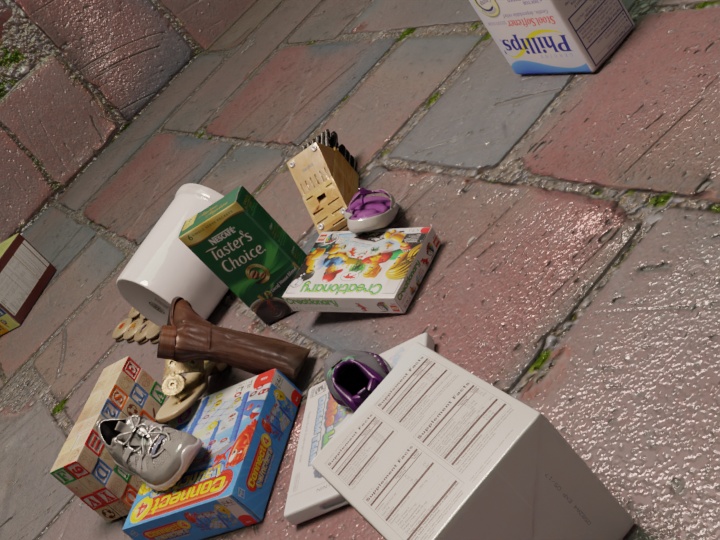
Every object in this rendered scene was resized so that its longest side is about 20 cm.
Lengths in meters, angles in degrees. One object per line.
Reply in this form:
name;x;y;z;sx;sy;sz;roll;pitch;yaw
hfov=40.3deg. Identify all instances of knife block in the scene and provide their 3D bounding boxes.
knife block;-0.039;-0.141;1.620;0.064;0.175;0.202;-32;73;21

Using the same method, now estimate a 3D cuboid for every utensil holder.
utensil holder;-0.286;-0.014;1.635;0.169;0.170;0.201;-2;49;52

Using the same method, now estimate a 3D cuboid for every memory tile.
memory tile;-0.374;0.070;1.797;0.199;0.017;0.154;-3;47;52

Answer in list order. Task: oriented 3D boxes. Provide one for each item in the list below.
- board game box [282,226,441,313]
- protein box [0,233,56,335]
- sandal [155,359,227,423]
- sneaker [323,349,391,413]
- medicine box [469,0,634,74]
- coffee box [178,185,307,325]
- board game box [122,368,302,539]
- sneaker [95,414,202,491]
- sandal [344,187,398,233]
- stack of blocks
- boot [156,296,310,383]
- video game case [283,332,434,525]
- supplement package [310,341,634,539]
board game box;0.000;0.000;1.331;0.198;0.035;0.127;-2;47;39
protein box;-0.891;0.050;2.402;0.197;0.135;0.201;-22;32;33
sandal;-0.250;0.141;1.379;0.077;0.070;0.212;-26;9;18
sneaker;-0.005;0.115;1.089;0.074;0.088;0.200;-45;27;-7
medicine box;0.259;-0.390;1.407;0.103;0.200;0.182;-46;26;-14
coffee box;-0.153;-0.017;1.416;0.122;0.200;0.044;-26;30;28
board game box;-0.185;0.240;1.238;0.199;0.056;0.197;-25;31;32
sneaker;-0.274;0.222;1.231;0.199;0.082;0.075;-9;41;48
sandal;0.015;-0.096;1.420;0.081;0.050;0.203;-10;13;-1
stack of blocks;-0.344;0.236;1.395;0.058;0.115;0.201;-25;30;29
boot;-0.169;0.096;1.341;0.187;0.198;0.065;-101;21;-72
video game case;0.002;0.176;1.114;0.181;0.024;0.201;-28;29;26
supplement package;0.088;0.187;0.833;0.151;0.152;0.200;-47;27;-9
